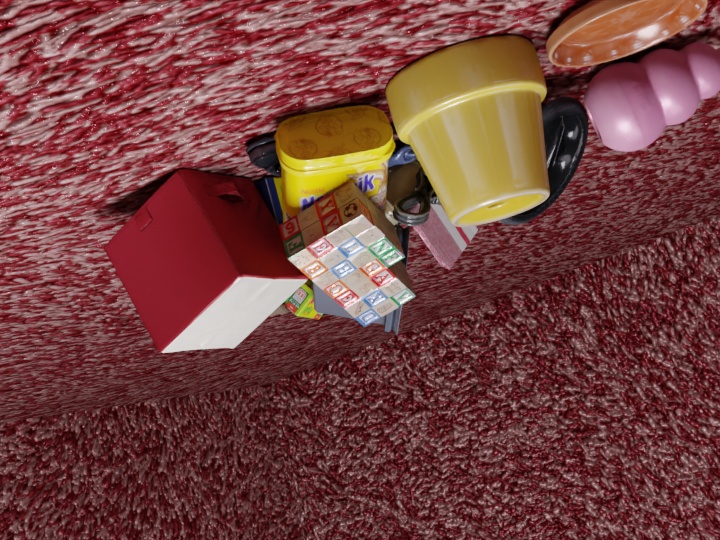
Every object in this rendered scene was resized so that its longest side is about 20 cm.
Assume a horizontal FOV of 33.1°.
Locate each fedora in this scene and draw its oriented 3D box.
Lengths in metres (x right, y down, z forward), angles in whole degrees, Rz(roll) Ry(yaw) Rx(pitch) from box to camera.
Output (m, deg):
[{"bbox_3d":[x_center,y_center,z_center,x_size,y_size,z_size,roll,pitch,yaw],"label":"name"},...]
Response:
[{"bbox_3d":[0.233,-0.169,1.724,0.200,0.091,0.202,-28,139,-27],"label":"fedora"}]

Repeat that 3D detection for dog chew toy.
[{"bbox_3d":[0.414,-0.249,1.682,0.199,0.126,0.124,-25,169,9],"label":"dog chew toy"}]

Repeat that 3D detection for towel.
[{"bbox_3d":[0.150,-0.118,1.757,0.023,0.201,0.144,26,163,40],"label":"towel"}]

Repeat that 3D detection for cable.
[{"bbox_3d":[0.093,-0.112,1.592,0.199,0.097,0.051,-20,138,-54],"label":"cable"}]

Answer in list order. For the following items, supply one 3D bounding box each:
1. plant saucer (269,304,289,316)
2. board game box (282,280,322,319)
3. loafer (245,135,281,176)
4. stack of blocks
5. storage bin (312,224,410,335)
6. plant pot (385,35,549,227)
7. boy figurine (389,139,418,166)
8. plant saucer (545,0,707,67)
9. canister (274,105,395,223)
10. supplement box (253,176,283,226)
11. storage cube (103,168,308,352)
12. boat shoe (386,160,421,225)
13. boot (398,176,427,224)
[{"bbox_3d":[-0.193,0.008,1.873,0.030,0.200,0.200,-50,170,-3],"label":"plant saucer"},{"bbox_3d":[-0.142,-0.004,1.925,0.048,0.200,0.101,-52,163,7],"label":"board game box"},{"bbox_3d":[-0.066,-0.146,1.633,0.199,0.064,0.072,-5,165,-47],"label":"loafer"},{"bbox_3d":[-0.003,-0.017,1.586,0.115,0.059,0.200,-30,140,14],"label":"stack of blocks"},{"bbox_3d":[0.000,0.000,1.785,0.133,0.147,0.200,6,163,0],"label":"storage bin"},{"bbox_3d":[0.148,-0.164,1.514,0.199,0.191,0.201,-14,170,-2],"label":"plant pot"},{"bbox_3d":[0.100,-0.184,1.669,0.198,0.065,0.124,-20,-174,11],"label":"boy figurine"},{"bbox_3d":[0.321,-0.304,1.475,0.198,0.033,0.200,-15,171,-3],"label":"plant saucer"},{"bbox_3d":[-0.034,-0.106,1.584,0.147,0.087,0.201,-11,140,-11],"label":"canister"},{"bbox_3d":[-0.090,-0.076,1.849,0.199,0.111,0.108,-6,166,-45],"label":"supplement box"},{"bbox_3d":[-0.212,-0.011,1.680,0.200,0.181,0.170,-40,160,23],"label":"storage cube"},{"bbox_3d":[0.056,-0.132,1.753,0.076,0.072,0.200,-34,-160,20],"label":"boat shoe"},{"bbox_3d":[0.063,-0.122,1.908,0.202,0.074,0.154,-29,171,-13],"label":"boot"}]
